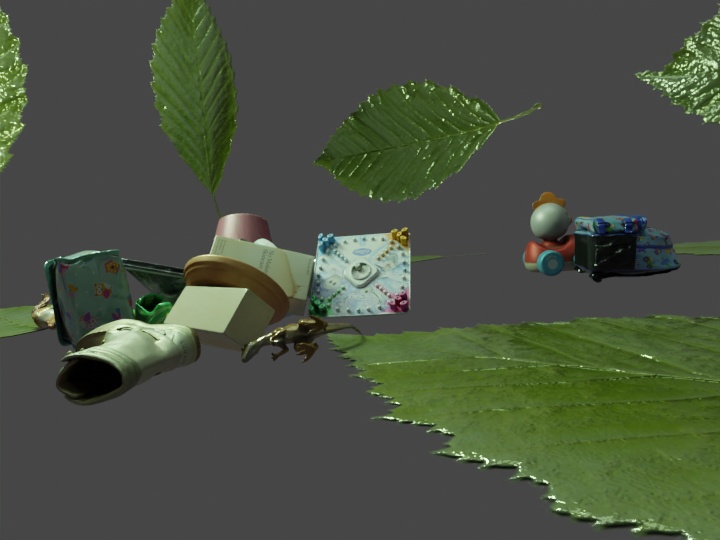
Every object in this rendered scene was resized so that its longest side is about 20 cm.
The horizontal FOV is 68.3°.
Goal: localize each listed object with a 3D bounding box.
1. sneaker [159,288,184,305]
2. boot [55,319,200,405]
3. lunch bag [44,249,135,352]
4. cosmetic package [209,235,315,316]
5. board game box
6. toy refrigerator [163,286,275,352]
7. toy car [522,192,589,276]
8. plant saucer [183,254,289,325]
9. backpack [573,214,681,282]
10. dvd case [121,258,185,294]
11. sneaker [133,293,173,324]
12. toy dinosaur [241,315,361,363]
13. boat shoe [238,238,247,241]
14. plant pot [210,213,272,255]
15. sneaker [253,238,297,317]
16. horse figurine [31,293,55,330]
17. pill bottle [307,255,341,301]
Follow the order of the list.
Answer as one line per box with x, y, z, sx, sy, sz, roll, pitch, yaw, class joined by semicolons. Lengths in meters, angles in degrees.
-0.350;0.088;1.098;0.113;0.074;0.198;16;-17;-42;sneaker
-0.329;0.116;0.681;0.196;0.074;0.154;-3;8;20;boot
-0.493;0.052;0.965;0.120;0.174;0.198;-13;8;-36;lunch bag
-0.194;0.011;1.026;0.196;0.105;0.073;10;-31;-5;cosmetic package
0.000;0.000;1.046;0.196;0.203;0.026;-3;-39;10;board game box
-0.228;0.077;0.850;0.198;0.077;0.070;-1;-35;45;toy refrigerator
0.504;-0.100;1.352;0.173;0.204;0.184;-5;6;5;toy car
-0.224;0.047;0.944;0.196;0.038;0.201;13;-32;8;plant saucer
0.583;-0.053;1.161;0.196;0.138;0.183;-2;7;10;backpack
-0.372;0.027;1.059;0.146;0.016;0.200;10;-19;-1;dvd case
-0.388;0.084;0.994;0.073;0.085;0.198;-11;7;-44;sneaker
-0.073;0.087;0.757;0.196;0.062;0.106;-8;4;-21;toy dinosaur
-0.254;0.012;1.138;0.068;0.067;0.202;-9;47;7;boat shoe
-0.295;-0.035;1.335;0.196;0.183;0.200;-4;-16;-1;plant pot
-0.195;0.013;1.103;0.081;0.075;0.201;-13;52;-33;sneaker
-0.725;0.103;1.273;0.197;0.051;0.132;7;28;28;horse figurine
-0.051;0.015;1.202;0.112;0.117;0.200;-4;6;11;pill bottle
